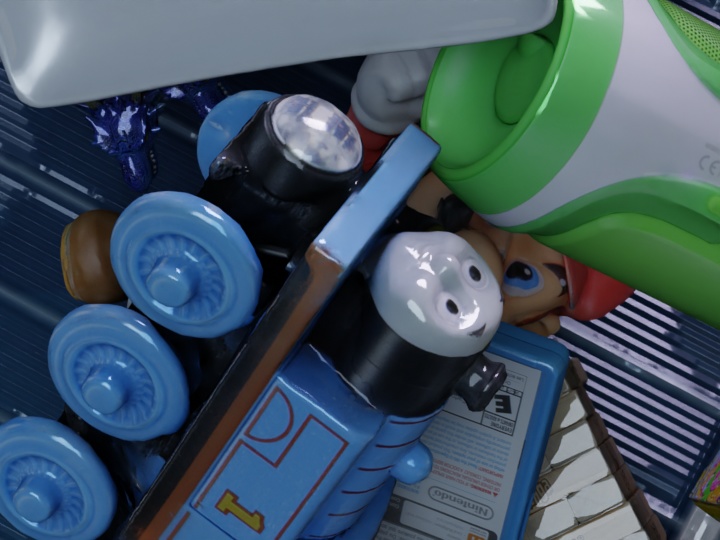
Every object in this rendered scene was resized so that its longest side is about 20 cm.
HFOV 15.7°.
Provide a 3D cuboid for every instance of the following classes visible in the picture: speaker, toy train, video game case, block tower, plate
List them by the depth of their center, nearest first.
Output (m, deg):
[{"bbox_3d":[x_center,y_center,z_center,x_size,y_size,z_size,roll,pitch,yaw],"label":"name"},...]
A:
[{"bbox_3d":[-0.048,-0.154,0.754,0.199,0.032,0.201,-6,111,34],"label":"plate"},{"bbox_3d":[-0.032,0.035,0.775,0.114,0.087,0.200,36,131,0],"label":"toy train"},{"bbox_3d":[0.118,-0.022,0.790,0.199,0.088,0.089,25,97,-27],"label":"speaker"},{"bbox_3d":[-0.020,0.088,0.861,0.142,0.018,0.201,19,121,13],"label":"video game case"},{"bbox_3d":[0.092,0.131,0.872,0.058,0.054,0.201,-27,86,9],"label":"block tower"}]

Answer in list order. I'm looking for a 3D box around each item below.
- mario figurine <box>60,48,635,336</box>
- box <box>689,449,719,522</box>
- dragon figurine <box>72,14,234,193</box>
[{"bbox_3d":[0.000,0.000,0.853,0.199,0.124,0.106,-15,50,16],"label":"mario figurine"},{"bbox_3d":[0.228,0.033,0.697,0.192,0.122,0.201,33,86,-1],"label":"box"},{"bbox_3d":[-0.078,-0.125,0.872,0.059,0.099,0.201,-17,84,10],"label":"dragon figurine"}]
